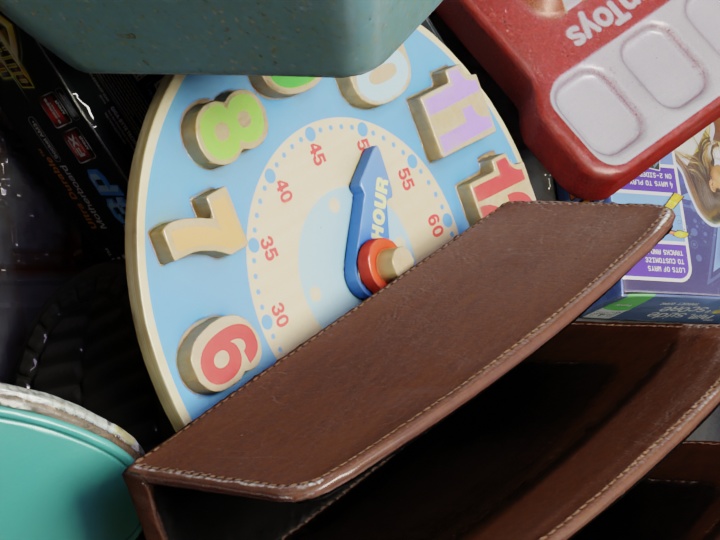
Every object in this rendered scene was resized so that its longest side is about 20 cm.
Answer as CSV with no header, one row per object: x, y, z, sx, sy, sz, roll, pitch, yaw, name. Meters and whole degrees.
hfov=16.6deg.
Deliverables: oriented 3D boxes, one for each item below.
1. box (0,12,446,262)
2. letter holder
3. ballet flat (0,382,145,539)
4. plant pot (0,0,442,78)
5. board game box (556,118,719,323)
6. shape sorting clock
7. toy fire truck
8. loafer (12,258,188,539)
-0.045,-0.069,0.898,0.159,0.046,0.200,-43,107,-36,box
0.053,0.063,0.775,0.200,0.142,0.101,-34,115,-41,letter holder
-0.164,0.060,0.769,0.200,0.072,0.072,-1,74,-26,ballet flat
-0.041,-0.172,0.766,0.196,0.196,0.201,-50,135,-47,plant pot
0.171,-0.045,1.056,0.199,0.034,0.136,4,72,-32,board game box
0.000,0.000,0.851,0.200,0.039,0.201,16,68,-46,shape sorting clock
0.109,-0.134,0.965,0.200,0.112,0.168,-33,79,-28,toy fire truck
-0.063,0.095,0.838,0.071,0.073,0.201,3,72,-60,loafer
